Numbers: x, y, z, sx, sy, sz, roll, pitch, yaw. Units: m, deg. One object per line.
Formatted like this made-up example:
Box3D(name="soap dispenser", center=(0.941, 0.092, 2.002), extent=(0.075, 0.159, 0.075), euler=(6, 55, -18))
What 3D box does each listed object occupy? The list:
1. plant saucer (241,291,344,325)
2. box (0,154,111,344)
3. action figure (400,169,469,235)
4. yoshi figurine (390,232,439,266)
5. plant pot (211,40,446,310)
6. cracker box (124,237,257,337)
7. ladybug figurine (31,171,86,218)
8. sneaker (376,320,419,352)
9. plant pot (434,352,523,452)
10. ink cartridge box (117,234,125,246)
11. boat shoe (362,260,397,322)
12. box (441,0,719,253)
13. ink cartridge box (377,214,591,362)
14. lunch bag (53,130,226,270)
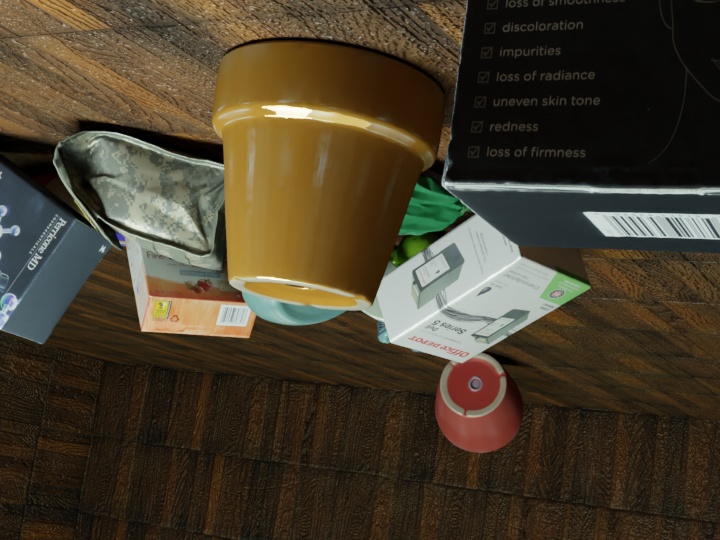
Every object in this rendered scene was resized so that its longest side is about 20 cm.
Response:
Box3D(name="plant saucer", center=(-0.040, -0.006, 1.402), extent=(0.199, 0.201, 0.036), euler=(20, -156, -47))
Box3D(name="box", center=(-0.412, -0.038, 1.409), extent=(0.199, 0.149, 0.107), euler=(34, 177, 17))
Box3D(name="action figure", center=(0.047, -0.071, 1.259), extent=(0.198, 0.055, 0.119), euler=(0, 135, -43))
Box3D(name="yoshi figurine", center=(0.081, -0.008, 1.595), extent=(0.112, 0.112, 0.200), euler=(47, -178, -2))
Box3D(name="plant pot", center=(-0.037, -0.069, 1.042), extent=(0.197, 0.186, 0.200), euler=(8, 169, 2))
Box3D(name="cracker box", center=(-0.206, -0.009, 1.479), extent=(0.132, 0.201, 0.058), euler=(5, 127, -23))
Box3D(name="ladybug figurine", center=(-0.385, -0.081, 1.569), extent=(0.135, 0.073, 0.198), euler=(17, 166, -40))
Box3D(name="sneaker", center=(0.120, 0.097, 2.054), extent=(0.197, 0.088, 0.078), euler=(6, 170, 17))
Box3D(name="plant pot", center=(0.246, 0.266, 2.609), extent=(0.197, 0.203, 0.178), euler=(6, 158, 12))
Box3D(name="ink cartridge box", center=(-0.239, -0.053, 1.674), extent=(0.195, 0.044, 0.200), euler=(11, 171, -21))
Box3D(name="boat shoe", center=(-0.001, 0.000, 1.548), extent=(0.200, 0.070, 0.071), euler=(38, -177, 29))
Box3D(name="box", center=(0.158, -0.117, 0.595), extent=(0.197, 0.200, 0.124), euler=(3, 169, 26))
Box3D(name="ink cartridge box", center=(0.137, 0.016, 1.404), extent=(0.199, 0.085, 0.144), euler=(-35, 146, 31))
Box3D(name="lunch bag", center=(-0.238, -0.079, 1.356), extent=(0.197, 0.119, 0.164), euler=(17, 173, -1))
